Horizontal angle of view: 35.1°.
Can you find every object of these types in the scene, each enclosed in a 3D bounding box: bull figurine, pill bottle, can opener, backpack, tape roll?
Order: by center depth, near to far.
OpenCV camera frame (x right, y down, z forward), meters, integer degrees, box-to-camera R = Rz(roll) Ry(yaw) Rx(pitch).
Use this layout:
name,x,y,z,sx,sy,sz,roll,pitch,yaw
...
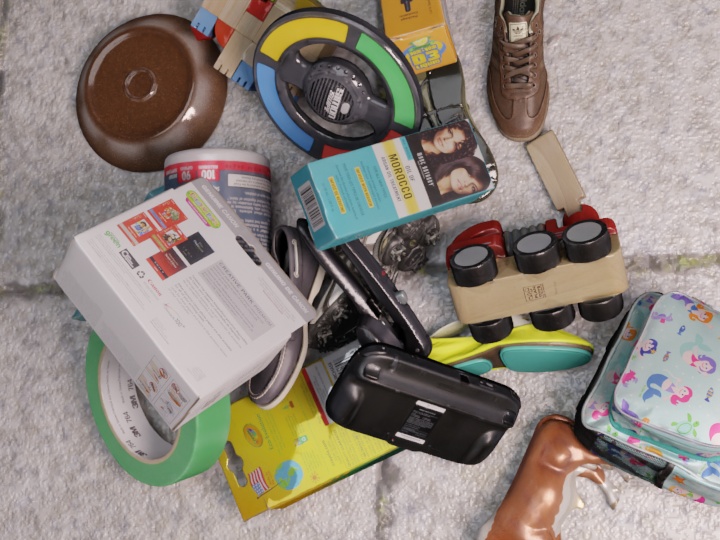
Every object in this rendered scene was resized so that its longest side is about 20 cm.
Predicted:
name,x,y,z,sx,sy,sz,roll,pitch,yaw
backpack,0.329,0.127,1.101,0.200,0.151,0.178,28,71,10
bull figurine,0.189,0.250,1.160,0.121,0.065,0.200,24,88,15
can opener,0.007,0.018,1.175,0.063,0.079,0.200,-30,96,11
tape roll,-0.224,0.132,1.242,0.200,0.048,0.201,12,107,42
pill bottle,-0.158,-0.027,1.266,0.119,0.120,0.201,-3,84,14

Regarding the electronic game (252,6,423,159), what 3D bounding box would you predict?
name,x,y,z,sx,sy,sz,roll,pitch,yaw
electronic game,-0.026,-0.192,1.229,0.199,0.200,0.042,16,46,17

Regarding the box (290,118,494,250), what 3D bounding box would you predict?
name,x,y,z,sx,sy,sz,roll,pitch,yaw
box,0.035,-0.089,1.163,0.200,0.049,0.083,-19,86,-28

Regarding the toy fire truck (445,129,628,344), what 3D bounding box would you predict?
name,x,y,z,sx,sy,sz,roll,pitch,yaw
toy fire truck,0.179,-0.041,1.200,0.175,0.200,0.129,-13,119,13

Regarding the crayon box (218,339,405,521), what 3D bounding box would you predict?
name,x,y,z,sx,sy,sz,roll,pitch,yaw
crayon box,-0.058,0.175,1.243,0.200,0.051,0.127,-26,75,8

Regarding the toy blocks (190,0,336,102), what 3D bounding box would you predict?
name,x,y,z,sx,sy,sz,roll,pitch,yaw
toy blocks,-0.114,-0.270,1.320,0.200,0.100,0.137,35,104,8

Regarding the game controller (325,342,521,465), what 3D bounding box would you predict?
name,x,y,z,sx,sy,sz,roll,pitch,yaw
game controller,0.065,0.139,1.160,0.104,0.200,0.042,-55,27,30

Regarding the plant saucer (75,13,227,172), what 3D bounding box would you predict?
name,x,y,z,sx,sy,sz,roll,pitch,yaw
plant saucer,-0.259,-0.219,1.371,0.200,0.037,0.201,-2,80,13

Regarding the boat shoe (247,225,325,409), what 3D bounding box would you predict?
name,x,y,z,sx,sy,sz,roll,pitch,yaw
boat shoe,-0.092,0.047,1.225,0.073,0.063,0.201,4,73,46

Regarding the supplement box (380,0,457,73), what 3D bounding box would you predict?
name,x,y,z,sx,sy,sz,roll,pitch,yaw
supplement box,0.056,-0.310,1.254,0.066,0.069,0.200,-14,53,11

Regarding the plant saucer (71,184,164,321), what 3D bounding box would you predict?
name,x,y,z,sx,sy,sz,roll,pitch,yaw
plant saucer,-0.256,-0.023,1.285,0.070,0.019,0.200,-18,37,42

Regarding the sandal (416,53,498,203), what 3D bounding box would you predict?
name,x,y,z,sx,sy,sz,roll,pitch,yaw
sandal,0.091,-0.167,1.263,0.080,0.057,0.202,-20,87,5

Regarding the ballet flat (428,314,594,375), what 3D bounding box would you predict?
name,x,y,z,sx,sy,sz,roll,pitch,yaw
ballet flat,0.143,0.077,1.205,0.199,0.067,0.067,-11,58,14

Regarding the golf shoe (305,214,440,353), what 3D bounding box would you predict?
name,x,y,z,sx,sy,sz,roll,pitch,yaw
golf shoe,0.000,0.000,1.257,0.200,0.078,0.094,-49,49,6

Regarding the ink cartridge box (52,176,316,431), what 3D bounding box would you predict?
name,x,y,z,sx,sy,sz,roll,pitch,yaw
ink cartridge box,-0.173,0.027,1.149,0.200,0.175,0.084,51,139,7

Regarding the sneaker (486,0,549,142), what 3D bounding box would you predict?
name,x,y,z,sx,sy,sz,roll,pitch,yaw
sneaker,0.167,-0.243,1.243,0.070,0.076,0.201,-3,79,15
